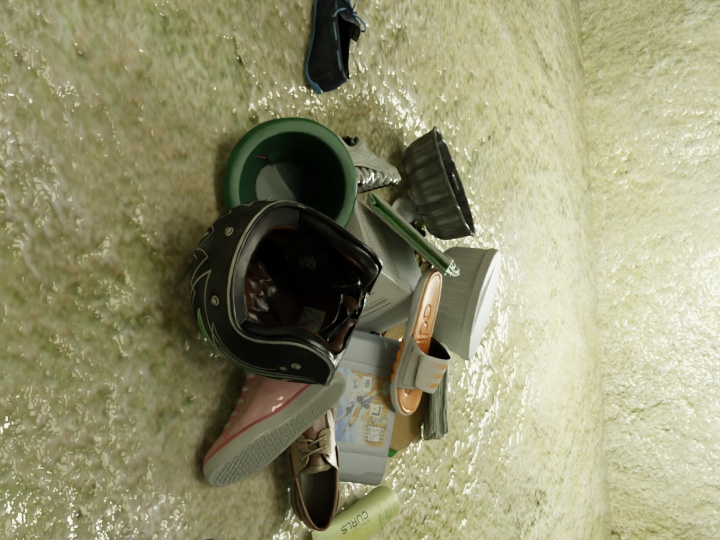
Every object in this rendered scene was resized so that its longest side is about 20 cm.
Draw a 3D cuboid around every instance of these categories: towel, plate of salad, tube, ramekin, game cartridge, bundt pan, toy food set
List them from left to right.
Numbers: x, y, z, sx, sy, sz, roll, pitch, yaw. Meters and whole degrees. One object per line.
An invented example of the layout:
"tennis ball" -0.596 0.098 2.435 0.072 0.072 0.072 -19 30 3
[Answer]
"game cartridge" -0.011 0.184 1.161 0.132 0.041 0.203 16 81 -38
"tube" -0.010 0.364 1.206 0.058 0.052 0.199 48 28 15
"toy food set" 0.056 0.190 1.360 0.199 0.048 0.202 55 39 -47
"plate of salad" 0.091 -0.026 1.460 0.199 0.047 0.204 18 70 -62
"towel" 0.074 -0.046 1.180 0.023 0.152 0.200 -49 172 5
"bundt pan" 0.131 -0.142 1.485 0.202 0.075 0.205 -20 90 -77
"towel" 0.127 0.208 1.431 0.200 0.030 0.152 89 5 -77
"ramekin" 0.178 0.050 1.523 0.202 0.093 0.206 16 90 -75

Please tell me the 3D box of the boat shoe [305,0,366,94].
"boat shoe" -0.026 -0.343 1.238 0.084 0.068 0.203 34 57 -58

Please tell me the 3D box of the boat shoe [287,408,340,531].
"boat shoe" -0.057 0.227 1.068 0.072 0.075 0.203 -157 -123 -74

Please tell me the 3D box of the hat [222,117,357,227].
"hat" -0.106 -0.108 1.103 0.197 0.175 0.169 -11 99 -25

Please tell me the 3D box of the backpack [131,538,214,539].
"backpack" -0.172 0.349 0.747 0.168 0.160 0.203 -29 112 -65

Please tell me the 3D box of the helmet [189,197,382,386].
"helmet" -0.090 0.021 0.927 0.200 0.188 0.202 25 90 -88

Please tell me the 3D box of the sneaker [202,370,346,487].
"sneaker" -0.120 0.157 0.993 0.199 0.104 0.076 -36 150 -28

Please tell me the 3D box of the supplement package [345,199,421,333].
"supplement package" 0.000 0.000 1.168 0.200 0.108 0.115 34 34 -58

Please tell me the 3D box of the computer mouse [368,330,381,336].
"computer mouse" -0.010 0.182 1.203 0.058 0.034 0.203 27 76 -31

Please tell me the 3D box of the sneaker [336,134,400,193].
"sneaker" 0.001 -0.159 1.274 0.199 0.074 0.082 -7 84 -64

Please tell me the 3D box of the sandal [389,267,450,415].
"sandal" 0.092 0.103 1.162 0.079 0.059 0.210 -5 108 -56
